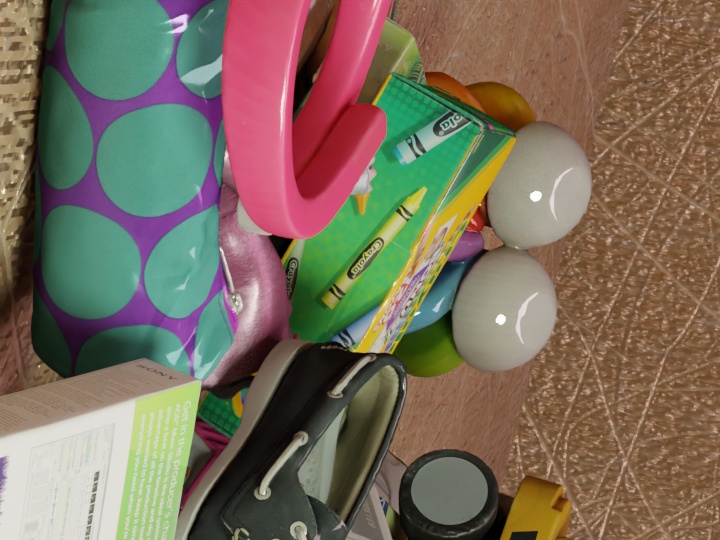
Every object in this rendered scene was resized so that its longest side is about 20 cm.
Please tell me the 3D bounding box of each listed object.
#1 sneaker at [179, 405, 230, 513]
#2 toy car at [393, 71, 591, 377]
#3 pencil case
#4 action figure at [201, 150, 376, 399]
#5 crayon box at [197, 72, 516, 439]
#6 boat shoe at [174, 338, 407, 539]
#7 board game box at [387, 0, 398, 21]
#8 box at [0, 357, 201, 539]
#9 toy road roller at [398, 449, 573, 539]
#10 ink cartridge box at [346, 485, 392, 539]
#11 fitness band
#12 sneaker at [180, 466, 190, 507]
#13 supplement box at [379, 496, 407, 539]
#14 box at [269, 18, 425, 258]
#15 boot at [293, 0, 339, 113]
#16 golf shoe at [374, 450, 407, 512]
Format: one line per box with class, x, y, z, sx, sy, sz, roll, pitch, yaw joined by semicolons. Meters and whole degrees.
sneaker;-0.106;0.159;1.335;0.200;0.081;0.088;-60;161;-52
toy car;0.040;-0.032;1.674;0.150;0.175;0.200;13;94;-50
pencil case;-0.087;-0.051;1.073;0.085;0.092;0.200;-120;-148;-56
action figure;-0.084;-0.046;1.190;0.149;0.134;0.200;-28;138;-20
crayon box;0.000;0.000;1.324;0.200;0.058;0.119;-60;171;7
boat shoe;-0.034;0.109;1.145;0.076;0.060;0.200;63;37;-45
board game box;0.011;-0.172;1.557;0.200;0.023;0.105;-72;172;-66
box;-0.144;0.120;0.995;0.200;0.036;0.145;-13;118;-53
toy road roller;0.075;0.208;1.435;0.123;0.146;0.200;87;21;-57
ink cartridge box;-0.048;0.217;1.288;0.200;0.047;0.160;-53;-151;20
fitness band;-0.017;-0.098;1.067;0.200;0.037;0.144;-60;157;-57
sneaker;-0.141;0.131;1.136;0.200;0.075;0.090;-21;126;-66
supplement box;-0.063;0.219;1.500;0.200;0.134;0.200;59;47;-76
box;-0.031;-0.033;1.386;0.200;0.036;0.144;-59;171;-6
boot;-0.017;-0.164;1.367;0.200;0.068;0.189;64;42;-76
golf shoe;0.009;0.159;1.680;0.078;0.097;0.200;103;-25;-43
